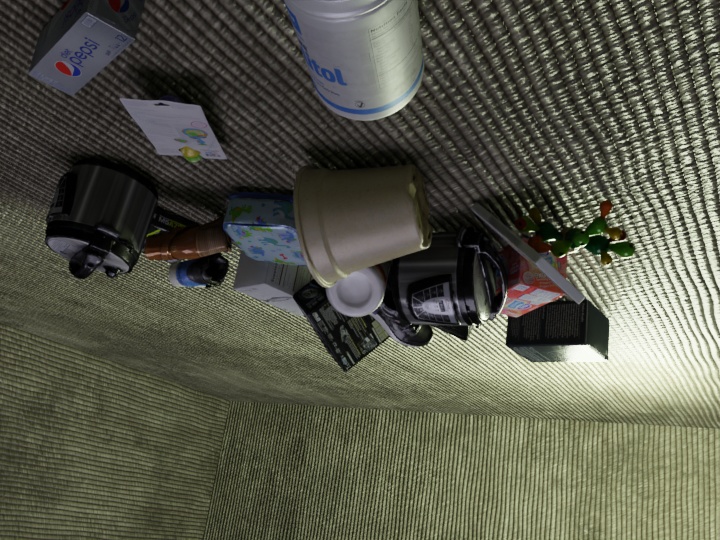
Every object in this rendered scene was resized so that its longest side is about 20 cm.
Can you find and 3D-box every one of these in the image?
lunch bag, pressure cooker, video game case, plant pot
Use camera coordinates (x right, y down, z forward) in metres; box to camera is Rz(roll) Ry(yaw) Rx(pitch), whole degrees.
[{"bbox_3d":[-0.162,-0.077,1.398,0.158,0.084,0.200,5,160,14],"label":"lunch bag"},{"bbox_3d":[0.173,0.012,1.349,0.197,0.182,0.175,0,169,25],"label":"pressure cooker"},{"bbox_3d":[0.276,-0.032,1.213,0.142,0.017,0.200,36,-169,-37],"label":"video game case"},{"bbox_3d":[0.013,-0.088,1.169,0.181,0.203,0.201,-10,156,16],"label":"plant pot"},{"bbox_3d":[-0.477,-0.082,1.335,0.176,0.203,0.176,9,160,12],"label":"pressure cooker"}]

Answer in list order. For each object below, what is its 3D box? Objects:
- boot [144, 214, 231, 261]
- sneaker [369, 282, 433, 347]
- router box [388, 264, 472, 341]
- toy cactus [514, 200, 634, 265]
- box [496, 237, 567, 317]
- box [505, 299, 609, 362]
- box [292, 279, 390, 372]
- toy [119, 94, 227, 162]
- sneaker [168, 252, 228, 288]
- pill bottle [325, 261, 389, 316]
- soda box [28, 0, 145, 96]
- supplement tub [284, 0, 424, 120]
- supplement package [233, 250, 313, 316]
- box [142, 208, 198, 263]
[{"bbox_3d":[-0.333,-0.055,1.422,0.153,0.078,0.200,-9,-165,-4],"label":"boot"},{"bbox_3d":[0.084,0.093,1.485,0.199,0.076,0.087,36,155,-21],"label":"sneaker"},{"bbox_3d":[0.146,0.071,1.537,0.198,0.052,0.149,24,164,14],"label":"router box"},{"bbox_3d":[0.357,-0.063,1.233,0.197,0.104,0.165,3,179,8],"label":"toy cactus"},{"bbox_3d":[0.314,0.018,1.435,0.101,0.096,0.200,13,161,-11],"label":"box"},{"bbox_3d":[0.464,0.146,1.713,0.198,0.109,0.148,-5,156,37],"label":"box"},{"bbox_3d":[-0.027,0.090,1.571,0.086,0.163,0.201,42,166,49],"label":"box"},{"bbox_3d":[-0.271,-0.223,1.090,0.113,0.048,0.200,5,164,1],"label":"toy"},{"bbox_3d":[-0.332,-0.001,1.640,0.110,0.078,0.200,-4,-179,20],"label":"sneaker"},{"bbox_3d":[0.000,0.000,1.369,0.108,0.111,0.200,7,-160,4],"label":"pill bottle"},{"bbox_3d":[-0.340,-0.290,0.897,0.063,0.069,0.199,22,157,-37],"label":"soda box"},{"bbox_3d":[-0.004,-0.259,0.742,0.130,0.134,0.200,5,160,12],"label":"supplement tub"},{"bbox_3d":[-0.161,0.013,1.600,0.116,0.119,0.199,-9,154,45],"label":"supplement package"},{"bbox_3d":[-0.442,-0.077,1.581,0.192,0.048,0.199,26,155,-37],"label":"box"}]
